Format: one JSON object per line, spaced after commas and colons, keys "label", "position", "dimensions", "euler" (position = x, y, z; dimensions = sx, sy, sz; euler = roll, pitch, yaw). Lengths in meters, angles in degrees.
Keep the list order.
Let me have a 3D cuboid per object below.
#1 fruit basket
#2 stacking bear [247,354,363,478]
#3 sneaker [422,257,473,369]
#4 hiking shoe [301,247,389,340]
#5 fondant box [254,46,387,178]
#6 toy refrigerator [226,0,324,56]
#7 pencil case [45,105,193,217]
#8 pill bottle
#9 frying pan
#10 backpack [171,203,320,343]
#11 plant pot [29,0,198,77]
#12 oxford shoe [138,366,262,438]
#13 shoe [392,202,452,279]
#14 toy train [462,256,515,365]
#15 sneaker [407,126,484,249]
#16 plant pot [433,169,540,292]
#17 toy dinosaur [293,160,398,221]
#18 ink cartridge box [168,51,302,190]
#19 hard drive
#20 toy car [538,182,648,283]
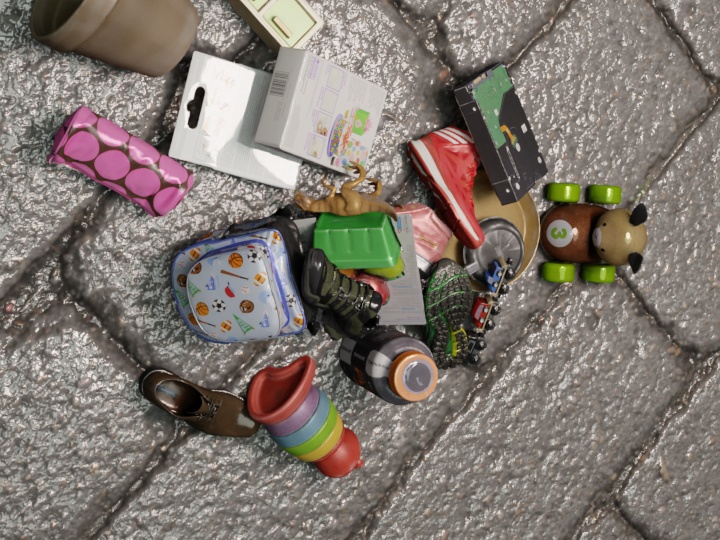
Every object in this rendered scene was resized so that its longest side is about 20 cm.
{"label": "fruit basket", "position": [0.000, 0.000, 1.679], "dimensions": [0.184, 0.094, 0.200], "euler": [-2, 129, 13]}
{"label": "stacking bear", "position": [-0.073, 0.244, 1.711], "dimensions": [0.200, 0.121, 0.114], "euler": [50, 38, -31]}
{"label": "sneaker", "position": [0.124, 0.060, 1.745], "dimensions": [0.078, 0.085, 0.201], "euler": [-12, 130, -16]}
{"label": "hiking shoe", "position": [-0.020, 0.029, 1.599], "dimensions": [0.100, 0.200, 0.076], "euler": [-4, 57, 16]}
{"label": "fondant box", "position": [-0.055, -0.229, 1.639], "dimensions": [0.200, 0.058, 0.145], "euler": [15, 91, -51]}
{"label": "toy refrigerator", "position": [-0.151, -0.410, 1.624], "dimensions": [0.076, 0.070, 0.200], "euler": [-47, 110, -10]}
{"label": "pencil case", "position": [-0.339, -0.148, 1.576], "dimensions": [0.200, 0.091, 0.094], "euler": [30, 86, -23]}
{"label": "pill bottle", "position": [0.047, 0.144, 1.693], "dimensions": [0.106, 0.200, 0.107], "euler": [-2, 97, -20]}
{"label": "frying pan", "position": [0.187, -0.025, 1.791], "dimensions": [0.189, 0.031, 0.115], "euler": [-7, 99, -23]}
{"label": "backpack", "position": [-0.175, 0.023, 1.607], "dimensions": [0.190, 0.154, 0.201], "euler": [-9, 100, 23]}
{"label": "plant pot", "position": [-0.324, -0.359, 1.518], "dimensions": [0.173, 0.200, 0.201], "euler": [30, 85, -38]}
{"label": "oxford shoe", "position": [-0.233, 0.210, 1.660], "dimensions": [0.199, 0.084, 0.073], "euler": [23, 86, -23]}
{"label": "shoe", "position": [0.046, -0.075, 1.732], "dimensions": [0.200, 0.071, 0.091], "euler": [33, 73, -6]}
{"label": "toy train", "position": [0.201, 0.065, 1.799], "dimensions": [0.046, 0.034, 0.201], "euler": [13, 114, -13]}
{"label": "sneaker", "position": [0.168, -0.141, 1.740], "dimensions": [0.115, 0.078, 0.200], "euler": [-29, 84, -11]}
{"label": "plant pot", "position": [0.201, -0.066, 1.819], "dimensions": [0.199, 0.027, 0.201], "euler": [-2, 97, -19]}
{"label": "toy dinosaur", "position": [-0.002, -0.101, 1.619], "dimensions": [0.106, 0.199, 0.060], "euler": [-63, 142, -30]}
{"label": "ink cartridge box", "position": [-0.174, -0.222, 1.651], "dimensions": [0.199, 0.057, 0.163], "euler": [14, 92, -17]}
{"label": "hard drive", "position": [0.225, -0.219, 1.764], "dimensions": [0.140, 0.038, 0.201], "euler": [-42, 112, -50]}
{"label": "toy car", "position": [0.399, -0.055, 1.800], "dimensions": [0.157, 0.200, 0.165], "euler": [1, 96, -21]}
